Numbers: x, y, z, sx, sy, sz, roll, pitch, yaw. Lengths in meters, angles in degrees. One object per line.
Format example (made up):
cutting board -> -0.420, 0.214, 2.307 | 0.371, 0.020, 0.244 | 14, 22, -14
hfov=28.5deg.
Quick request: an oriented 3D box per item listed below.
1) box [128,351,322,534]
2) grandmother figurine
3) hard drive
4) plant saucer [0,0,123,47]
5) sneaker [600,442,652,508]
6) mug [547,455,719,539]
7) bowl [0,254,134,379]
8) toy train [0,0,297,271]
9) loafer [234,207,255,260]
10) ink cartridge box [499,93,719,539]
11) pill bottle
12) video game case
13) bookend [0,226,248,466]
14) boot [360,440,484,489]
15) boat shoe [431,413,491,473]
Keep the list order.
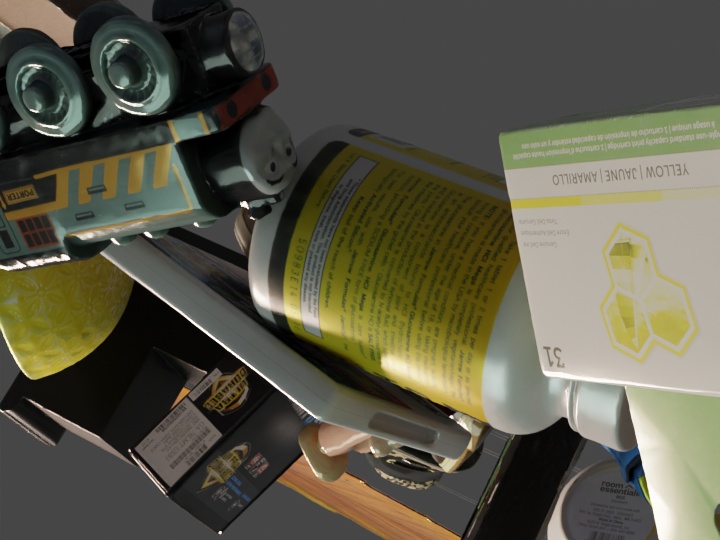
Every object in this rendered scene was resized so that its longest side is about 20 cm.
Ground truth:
box -> -0.064, 0.098, 1.046 | 0.050, 0.198, 0.200 | 45, 170, 17
grandmother figurine -> 0.045, 0.073, 0.927 | 0.060, 0.122, 0.199 | 36, 140, -24
hard drive -> 0.096, 0.136, 0.863 | 0.038, 0.201, 0.140 | 25, 165, 5
plant saucer -> -0.188, -0.143, 0.798 | 0.199, 0.035, 0.200 | 27, 165, 8
sneaker -> 0.173, 0.107, 0.862 | 0.066, 0.079, 0.200 | 28, 168, -3
mug -> 0.225, 0.204, 1.048 | 0.153, 0.186, 0.150 | 55, -176, -43
bowl -> -0.210, -0.029, 1.040 | 0.107, 0.202, 0.200 | -13, 164, -3
toy train -> -0.122, -0.066, 0.689 | 0.198, 0.085, 0.115 | -10, 114, 30
loafer -> 0.000, 0.000, 0.876 | 0.199, 0.070, 0.070 | 33, -150, 30
ink cartridge box -> 0.127, 0.037, 0.531 | 0.145, 0.048, 0.202 | 1, 104, 61
pill bottle -> 0.053, 0.010, 0.685 | 0.199, 0.113, 0.113 | 22, 164, 28
video game case -> -0.048, 0.037, 0.804 | 0.199, 0.023, 0.182 | 35, -177, 29
bookend -> -0.150, 0.079, 1.153 | 0.199, 0.200, 0.092 | 22, 163, 25
boot -> 0.004, 0.137, 1.292 | 0.202, 0.074, 0.154 | 26, 161, 1
boat shoe -> 0.073, 0.104, 1.083 | 0.065, 0.073, 0.200 | 39, 164, 8
